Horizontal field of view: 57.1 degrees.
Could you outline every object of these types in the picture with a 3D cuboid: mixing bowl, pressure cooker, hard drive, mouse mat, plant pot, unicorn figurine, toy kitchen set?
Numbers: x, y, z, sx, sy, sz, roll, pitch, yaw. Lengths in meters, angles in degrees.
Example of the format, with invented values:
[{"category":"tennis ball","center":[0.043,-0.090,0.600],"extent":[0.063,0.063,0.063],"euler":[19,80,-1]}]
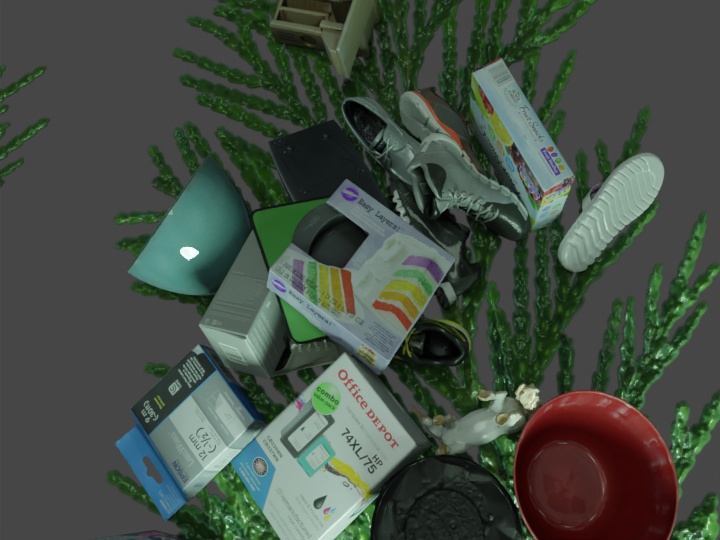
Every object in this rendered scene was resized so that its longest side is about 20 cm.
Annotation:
[{"category":"mixing bowl","center":[0.267,0.258,0.808],"extent":[0.193,0.109,0.207],"euler":[1,71,-3]},{"category":"pressure cooker","center":[0.102,0.332,0.777],"extent":[0.170,0.202,0.183],"euler":[-2,56,11]},{"category":"hard drive","center":[-0.048,-0.126,0.999],"extent":[0.132,0.043,0.203],"euler":[-22,68,-21]},{"category":"mouse mat","center":[-0.050,-0.009,0.891],"extent":[0.157,0.008,0.205],"euler":[-12,68,-24]},{"category":"plant pot","center":[-0.228,-0.044,0.970],"extent":[0.134,0.199,0.203],"euler":[36,81,-18]},{"category":"unicorn figurine","center":[0.135,0.192,0.822],"extent":[0.194,0.137,0.076],"euler":[-11,72,22]},{"category":"toy kitchen set","center":[-0.079,-0.397,1.021],"extent":[0.175,0.200,0.168],"euler":[14,76,13]}]

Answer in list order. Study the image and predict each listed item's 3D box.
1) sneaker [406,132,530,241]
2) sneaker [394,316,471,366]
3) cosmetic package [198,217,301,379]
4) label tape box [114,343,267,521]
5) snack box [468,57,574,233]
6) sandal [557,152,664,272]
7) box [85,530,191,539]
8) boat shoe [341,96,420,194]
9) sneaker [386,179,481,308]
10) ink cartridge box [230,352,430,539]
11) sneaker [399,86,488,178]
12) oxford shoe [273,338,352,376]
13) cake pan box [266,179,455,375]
[{"category":"sneaker","center":[0.139,-0.089,0.916],"extent":[0.199,0.075,0.116],"euler":[41,52,1]},{"category":"sneaker","center":[0.058,0.085,0.899],"extent":[0.193,0.085,0.077],"euler":[7,92,2]},{"category":"cosmetic package","center":[-0.131,0.031,0.921],"extent":[0.088,0.108,0.203],"euler":[11,57,24]},{"category":"label tape box","center":[-0.252,0.230,0.943],"extent":[0.199,0.066,0.144],"euler":[-42,71,-5]},{"category":"snack box","center":[0.220,-0.172,0.933],"extent":[0.052,0.143,0.204],"euler":[-25,70,0]},{"category":"sandal","center":[0.343,-0.090,0.933],"extent":[0.203,0.083,0.050],"euler":[-45,29,-3]},{"category":"box","center":[-0.263,0.399,0.823],"extent":[0.128,0.201,0.118],"euler":[9,73,12]},{"category":"boat shoe","center":[0.038,-0.188,0.997],"extent":[0.202,0.071,0.071],"euler":[51,118,23]},{"category":"sneaker","center":[0.110,-0.053,0.961],"extent":[0.089,0.067,0.204],"euler":[-28,75,-2]},{"category":"ink cartridge box","center":[-0.031,0.234,0.852],"extent":[0.200,0.146,0.147],"euler":[-43,71,1]},{"category":"sneaker","center":[0.143,-0.200,0.993],"extent":[0.081,0.077,0.202],"euler":[-31,82,-26]},{"category":"oxford shoe","center":[-0.067,0.101,0.951],"extent":[0.194,0.058,0.077],"euler":[-19,69,3]},{"category":"cake pan box","center":[0.000,0.000,0.864],"extent":[0.198,0.053,0.185],"euler":[37,59,7]}]
